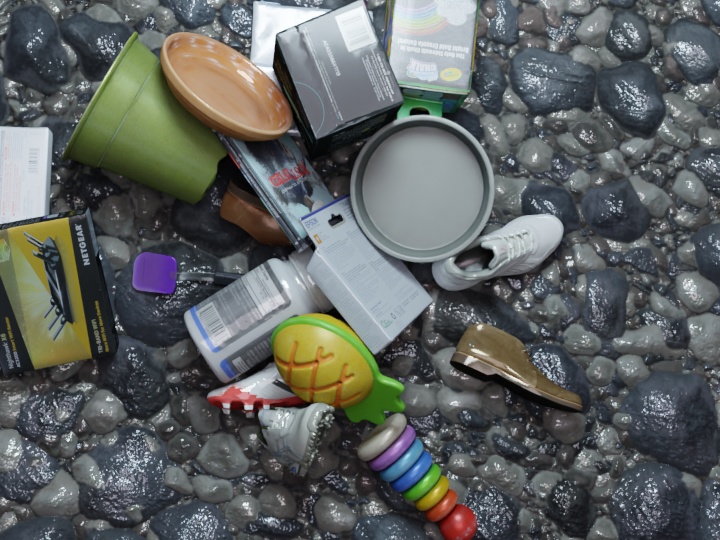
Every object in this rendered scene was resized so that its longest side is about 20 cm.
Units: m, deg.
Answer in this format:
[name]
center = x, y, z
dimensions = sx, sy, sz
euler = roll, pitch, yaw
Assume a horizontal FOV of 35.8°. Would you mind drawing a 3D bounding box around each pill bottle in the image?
[pill bottle]
center = -0.131, 0.055, 1.530
dimensions = 0.199, 0.114, 0.114
euler = -32, 88, -3

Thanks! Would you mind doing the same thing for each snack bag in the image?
[snack bag]
center = -0.069, -0.290, 1.618
dimensions = 0.187, 0.021, 0.202
euler = 4, 84, -3

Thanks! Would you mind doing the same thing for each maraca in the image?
[maraca]
center = -0.030, 0.133, 1.471
dimensions = 0.200, 0.137, 0.107
euler = 40, 47, -13

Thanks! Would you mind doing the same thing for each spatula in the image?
[spatula]
center = -0.221, 0.009, 1.576
dimensions = 0.198, 0.021, 0.057
euler = 5, 103, -8

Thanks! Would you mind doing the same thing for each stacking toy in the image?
[stacking toy]
center = 0.088, 0.298, 1.547
dimensions = 0.085, 0.085, 0.200
euler = -41, 92, -7

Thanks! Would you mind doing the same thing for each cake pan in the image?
[cake pan]
center = 0.086, -0.113, 1.543
dimensions = 0.198, 0.037, 0.202
euler = 1, 97, 6

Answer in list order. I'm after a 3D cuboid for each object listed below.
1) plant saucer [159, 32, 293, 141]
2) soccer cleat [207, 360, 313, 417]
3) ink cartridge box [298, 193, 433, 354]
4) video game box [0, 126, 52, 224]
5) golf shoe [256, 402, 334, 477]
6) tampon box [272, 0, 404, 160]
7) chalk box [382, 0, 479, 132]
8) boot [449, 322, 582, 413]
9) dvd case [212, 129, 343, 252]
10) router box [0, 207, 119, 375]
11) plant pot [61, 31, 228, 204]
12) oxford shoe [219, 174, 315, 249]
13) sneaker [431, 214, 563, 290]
[plant saucer]
center = -0.182, -0.239, 1.487
dimensions = 0.200, 0.200, 0.038
euler = 41, 117, 0
[soccer cleat]
center = -0.115, 0.153, 1.554
dimensions = 0.198, 0.069, 0.086
euler = -5, 72, -4
[ink cartridge box]
center = 0.000, 0.000, 1.513
dimensions = 0.041, 0.199, 0.201
euler = -38, 88, 24
[video game box]
center = -0.526, -0.100, 1.554
dimensions = 0.180, 0.047, 0.202
euler = 2, 85, -7
[golf shoe]
center = -0.095, 0.215, 1.480
dimensions = 0.097, 0.200, 0.079
euler = 30, 61, 1
[tampon box]
center = -0.035, -0.252, 1.506
dimensions = 0.125, 0.200, 0.151
euler = -22, 91, -6
[chalk box]
center = 0.092, -0.294, 1.580
dimensions = 0.123, 0.124, 0.202
euler = 8, 85, -4
[boot]
center = 0.231, 0.139, 1.579
dimensions = 0.199, 0.074, 0.076
euler = 26, 73, 1
[dvd case]
center = -0.107, -0.130, 1.531
dimensions = 0.022, 0.146, 0.201
euler = -33, 92, 28
[router box]
center = -0.426, 0.028, 1.515
dimensions = 0.156, 0.052, 0.202
euler = -11, 105, -5
[plant pot]
center = -0.275, -0.190, 1.525
dimensions = 0.189, 0.200, 0.201
euler = 30, 83, -13
[oxford shoe]
center = -0.106, -0.061, 1.582
dimensions = 0.199, 0.071, 0.072
euler = 27, 114, -4
[sneaker]
center = 0.202, -0.025, 1.573
dimensions = 0.199, 0.099, 0.078
euler = -24, 88, -6
